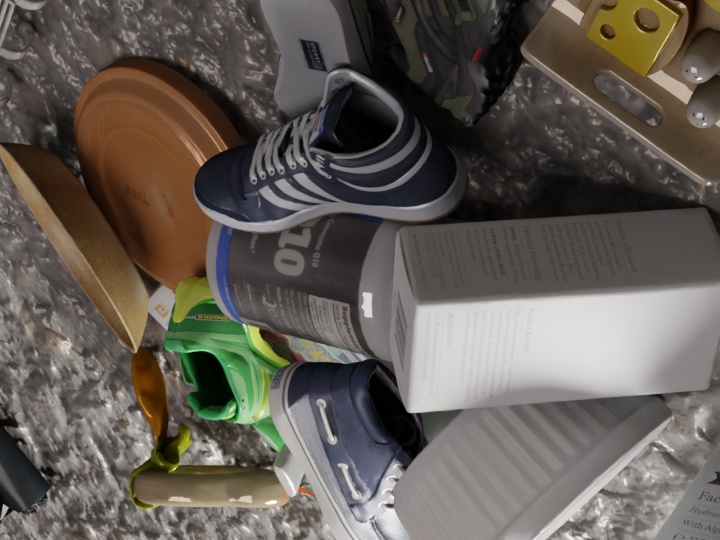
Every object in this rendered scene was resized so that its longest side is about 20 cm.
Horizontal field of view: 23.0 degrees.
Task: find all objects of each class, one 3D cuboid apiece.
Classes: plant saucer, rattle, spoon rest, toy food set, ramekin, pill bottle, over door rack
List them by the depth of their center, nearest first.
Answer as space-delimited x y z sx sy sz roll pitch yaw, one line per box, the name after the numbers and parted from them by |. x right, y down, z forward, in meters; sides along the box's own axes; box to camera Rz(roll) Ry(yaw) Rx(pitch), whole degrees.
0.178 -0.151 0.977 0.143 0.060 0.201 36 141 9 | toy food set
0.110 0.132 1.203 0.094 0.202 0.203 48 143 11 | ramekin
0.000 0.000 1.235 0.199 0.114 0.115 12 133 34 | pill bottle
-0.151 -0.064 1.356 0.199 0.032 0.202 27 135 31 | plant saucer
-0.342 -0.223 1.358 0.199 0.067 0.148 25 143 -10 | over door rack
0.034 0.136 1.365 0.198 0.061 0.100 -5 136 19 | spoon rest
-0.223 -0.026 1.425 0.201 0.035 0.200 53 167 17 | plant saucer
-0.100 0.145 1.520 0.198 0.144 0.130 -3 160 33 | rattle

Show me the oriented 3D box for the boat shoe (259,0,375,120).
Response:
-0.024 -0.156 1.147 0.071 0.066 0.200 11 157 15 | boat shoe

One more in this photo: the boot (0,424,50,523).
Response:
-0.422 0.189 1.819 0.199 0.076 0.169 -13 112 41 | boot

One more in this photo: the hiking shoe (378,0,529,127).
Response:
0.052 -0.175 1.055 0.100 0.076 0.201 27 140 15 | hiking shoe

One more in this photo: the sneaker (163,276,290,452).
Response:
-0.098 0.090 1.380 0.074 0.084 0.200 3 143 38 | sneaker

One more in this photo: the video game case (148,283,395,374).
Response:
-0.071 0.059 1.428 0.200 0.023 0.182 45 142 -3 | video game case

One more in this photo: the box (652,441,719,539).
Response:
0.316 0.231 1.153 0.198 0.131 0.201 8 130 37 | box

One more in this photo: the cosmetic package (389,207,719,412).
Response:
0.121 0.024 1.098 0.198 0.074 0.102 -4 135 -8 | cosmetic package

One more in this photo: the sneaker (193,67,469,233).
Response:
-0.038 -0.078 1.157 0.198 0.071 0.109 -1 156 25 | sneaker

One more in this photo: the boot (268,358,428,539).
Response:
0.015 0.147 1.279 0.090 0.073 0.201 -6 129 38 | boot
